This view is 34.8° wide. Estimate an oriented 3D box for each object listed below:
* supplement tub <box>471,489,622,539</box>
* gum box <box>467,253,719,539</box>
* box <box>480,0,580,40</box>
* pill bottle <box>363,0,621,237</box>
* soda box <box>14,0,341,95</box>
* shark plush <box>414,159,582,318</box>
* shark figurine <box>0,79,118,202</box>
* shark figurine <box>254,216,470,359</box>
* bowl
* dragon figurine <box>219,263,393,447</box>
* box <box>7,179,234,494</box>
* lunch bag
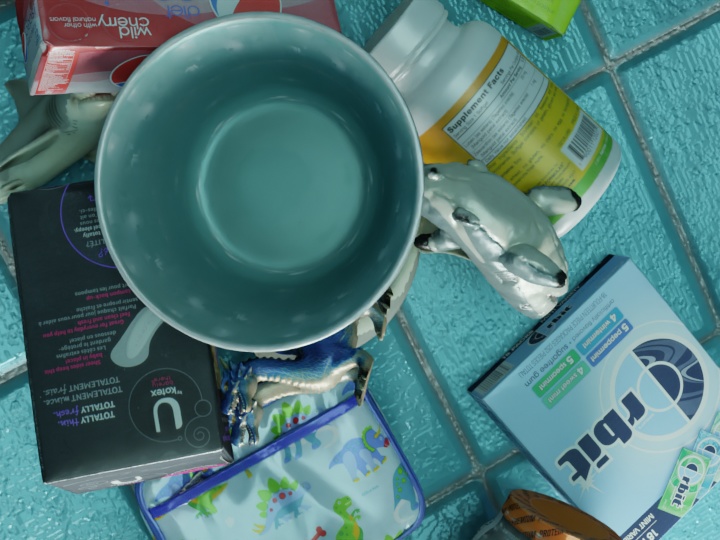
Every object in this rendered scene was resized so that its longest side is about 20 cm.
[{"bbox_3d":[0.124,0.283,0.904,0.122,0.123,0.200,20,95,-13],"label":"supplement tub"},{"bbox_3d":[0.217,0.117,0.961,0.170,0.045,0.200,-42,102,-6],"label":"gum box"},{"bbox_3d":[0.151,-0.301,0.913,0.122,0.048,0.200,28,88,-14],"label":"box"},{"bbox_3d":[0.092,-0.119,0.882,0.200,0.111,0.111,40,85,-12],"label":"pill bottle"},{"bbox_3d":[-0.116,-0.160,0.746,0.199,0.063,0.070,-6,74,-27],"label":"soda box"},{"bbox_3d":[0.067,-0.028,0.816,0.200,0.083,0.091,20,52,-19],"label":"shark plush"},{"bbox_3d":[-0.259,-0.095,0.830,0.214,0.128,0.090,-29,74,3],"label":"shark figurine"},{"bbox_3d":[0.003,0.021,0.887,0.128,0.090,0.215,28,68,10],"label":"shark figurine"},{"bbox_3d":[-0.057,-0.054,0.729,0.200,0.105,0.201,0,92,5],"label":"bowl"},{"bbox_3d":[-0.032,0.032,0.800,0.099,0.059,0.200,17,65,4],"label":"dragon figurine"},{"bbox_3d":[-0.166,0.045,0.806,0.122,0.106,0.201,-10,76,-5],"label":"box"},{"bbox_3d":[-0.065,0.168,0.886,0.200,0.082,0.161,-27,96,-10],"label":"lunch bag"}]
